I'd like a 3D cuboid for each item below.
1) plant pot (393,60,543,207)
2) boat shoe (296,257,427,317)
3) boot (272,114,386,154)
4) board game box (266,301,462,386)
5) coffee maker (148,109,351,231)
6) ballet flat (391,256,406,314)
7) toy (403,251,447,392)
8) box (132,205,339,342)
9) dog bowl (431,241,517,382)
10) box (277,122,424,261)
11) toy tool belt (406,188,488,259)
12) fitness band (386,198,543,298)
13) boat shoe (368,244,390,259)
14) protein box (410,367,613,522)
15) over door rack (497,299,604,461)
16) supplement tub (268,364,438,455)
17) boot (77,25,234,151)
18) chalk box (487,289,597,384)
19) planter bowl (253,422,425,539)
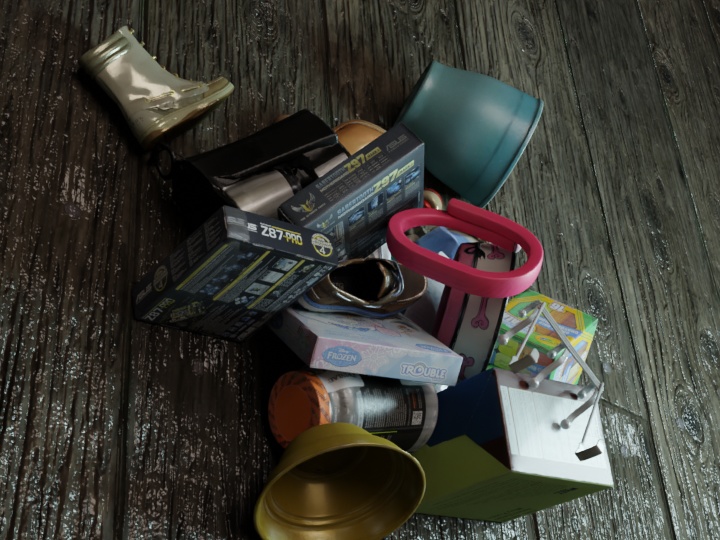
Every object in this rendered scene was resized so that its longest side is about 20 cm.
[{"bbox_3d":[0.158,-0.230,1.975,0.187,0.200,0.200,29,42,-6],"label":"plant pot"},{"bbox_3d":[0.016,0.020,1.534,0.199,0.072,0.073,-6,81,-39],"label":"boat shoe"},{"bbox_3d":[-0.031,-0.143,1.766,0.199,0.074,0.155,4,44,-19],"label":"boot"},{"bbox_3d":[-0.006,0.081,1.544,0.199,0.044,0.199,10,11,-26],"label":"board game box"},{"bbox_3d":[-0.129,-0.126,1.585,0.199,0.135,0.193,-28,81,-33],"label":"coffee maker"},{"bbox_3d":[0.032,-0.023,1.781,0.200,0.069,0.069,55,38,4],"label":"ballet flat"},{"bbox_3d":[0.095,0.088,1.727,0.115,0.047,0.201,43,59,-23],"label":"toy"},{"bbox_3d":[-0.148,0.010,1.449,0.161,0.200,0.049,13,53,-39],"label":"box"},{"bbox_3d":[0.143,0.052,1.629,0.073,0.201,0.201,16,44,1],"label":"dog bowl"},{"bbox_3d":[-0.008,-0.074,1.553,0.200,0.158,0.051,-37,64,-18],"label":"box"},{"bbox_3d":[0.125,-0.020,1.820,0.200,0.125,0.123,55,32,-3],"label":"toy tool belt"},{"bbox_3d":[0.128,-0.029,1.543,0.199,0.038,0.144,22,38,21],"label":"fitness band"},{"bbox_3d":[0.000,0.000,1.697,0.065,0.073,0.201,1,72,-38],"label":"boat shoe"},{"bbox_3d":[0.182,0.232,1.614,0.199,0.198,0.136,15,58,-39],"label":"protein box"},{"bbox_3d":[0.230,0.134,1.505,0.148,0.066,0.200,52,20,-8],"label":"over door rack"},{"bbox_3d":[-0.009,0.171,1.533,0.199,0.122,0.123,4,59,-45],"label":"supplement tub"},{"bbox_3d":[-0.266,-0.255,1.637,0.155,0.072,0.200,50,38,-1],"label":"boot"},{"bbox_3d":[0.235,0.128,1.781,0.124,0.124,0.200,25,28,23],"label":"chalk box"},{"bbox_3d":[-0.032,0.234,1.420,0.200,0.201,0.084,22,32,-34],"label":"planter bowl"}]
